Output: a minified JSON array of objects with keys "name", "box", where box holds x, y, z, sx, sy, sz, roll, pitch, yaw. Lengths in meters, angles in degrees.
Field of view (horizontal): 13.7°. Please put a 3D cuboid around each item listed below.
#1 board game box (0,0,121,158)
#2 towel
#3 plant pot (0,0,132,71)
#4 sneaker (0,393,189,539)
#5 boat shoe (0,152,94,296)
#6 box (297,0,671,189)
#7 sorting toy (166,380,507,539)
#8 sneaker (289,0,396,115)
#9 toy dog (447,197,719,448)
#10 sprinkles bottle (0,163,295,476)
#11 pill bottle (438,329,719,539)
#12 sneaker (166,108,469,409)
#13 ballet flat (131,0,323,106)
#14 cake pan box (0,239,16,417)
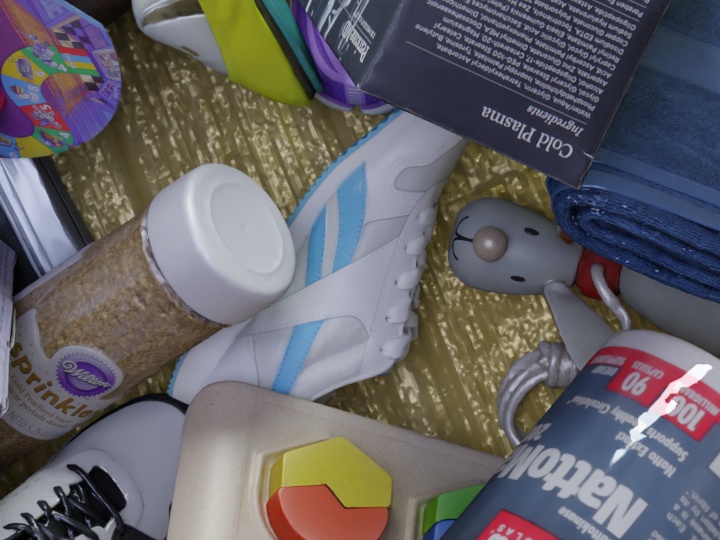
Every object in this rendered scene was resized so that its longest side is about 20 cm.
[{"name":"board game box","box":[-0.204,-0.094,1.283,0.200,0.158,0.039,31,58,-17]},{"name":"towel","box":[0.139,-0.083,1.293,0.111,0.049,0.200,21,54,-12]},{"name":"plant pot","box":[-0.112,-0.210,1.352,0.200,0.187,0.187,-28,83,-5]},{"name":"sneaker","box":[-0.140,0.128,1.353,0.074,0.080,0.200,43,68,6]},{"name":"boat shoe","box":[-0.195,-0.065,1.401,0.071,0.072,0.200,-29,85,3]},{"name":"box","box":[0.066,-0.156,1.237,0.104,0.200,0.182,23,101,-14]},{"name":"sorting toy","box":[0.013,0.148,1.297,0.199,0.036,0.186,14,58,-12]},{"name":"sneaker","box":[0.007,-0.172,1.365,0.080,0.083,0.201,10,90,11]},{"name":"toy dog","box":[0.138,0.008,1.326,0.199,0.096,0.132,-11,85,9]},{"name":"sprinkles bottle","box":[-0.120,0.026,1.348,0.200,0.068,0.068,-33,81,33]},{"name":"pill bottle","box":[0.091,0.133,1.235,0.120,0.120,0.200,38,71,10]},{"name":"sneaker","box":[0.000,0.000,1.367,0.081,0.077,0.200,38,102,5]},{"name":"ballet flat","box":[-0.074,-0.135,1.291,0.067,0.200,0.067,-23,51,0]},{"name":"cake pan box","box":[-0.230,-0.014,1.268,0.184,0.200,0.052,37,103,-17]}]
